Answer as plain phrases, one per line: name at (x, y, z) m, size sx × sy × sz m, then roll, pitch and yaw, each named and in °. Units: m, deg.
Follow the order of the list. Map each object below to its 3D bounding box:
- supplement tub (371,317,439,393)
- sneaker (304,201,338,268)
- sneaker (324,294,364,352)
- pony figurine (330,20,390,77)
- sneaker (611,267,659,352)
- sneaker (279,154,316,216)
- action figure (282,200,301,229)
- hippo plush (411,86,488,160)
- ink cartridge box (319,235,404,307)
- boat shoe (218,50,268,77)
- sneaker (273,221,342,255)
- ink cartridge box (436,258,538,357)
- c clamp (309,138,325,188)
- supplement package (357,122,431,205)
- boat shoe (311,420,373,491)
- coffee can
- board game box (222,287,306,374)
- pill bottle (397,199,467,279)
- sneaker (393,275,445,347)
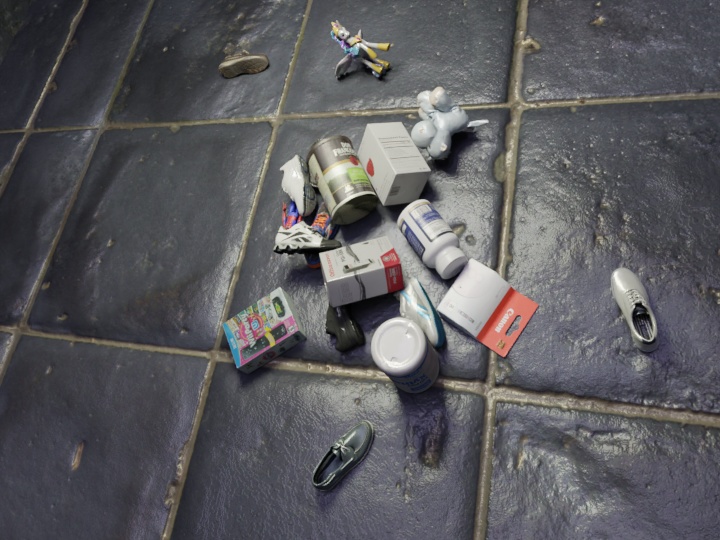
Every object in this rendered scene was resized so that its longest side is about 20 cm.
supplement tub at (0.109, 0.203, 1.329) m, size 0.129 × 0.200 × 0.135 m, roll -8°, pitch 64°, yaw 16°
sneaker at (-0.114, -0.112, 1.621) m, size 0.073 × 0.079 × 0.205 m, roll 4°, pitch 69°, yaw 20°
sneaker at (-0.062, 0.123, 1.504) m, size 0.090 × 0.076 × 0.203 m, roll -32°, pitch 56°, yaw 15°
pony figurine at (-0.003, -0.697, 1.799) m, size 0.197 × 0.193 × 0.169 m, roll 30°, pitch 81°, yaw 9°
sneaker at (0.624, 0.079, 1.273) m, size 0.071 × 0.071 × 0.204 m, roll -18°, pitch 62°, yaw 11°
sneaker at (-0.187, -0.242, 1.675) m, size 0.086 × 0.074 × 0.204 m, roll -24°, pitch 60°, yaw 19°
action figure at (-0.200, -0.175, 1.700) m, size 0.064 × 0.052 × 0.205 m, roll 8°, pitch 72°, yaw 17°
hippo plush at (0.218, -0.389, 1.593) m, size 0.198 × 0.159 × 0.163 m, roll 32°, pitch 78°, yaw -13°
ink cartridge box at (0.000, 0.000, 1.469) m, size 0.195 × 0.085 × 0.148 m, roll -14°, pitch 34°, yaw -6°
boat shoe at (-0.418, -0.752, 2.021) m, size 0.195 × 0.075 × 0.075 m, roll -3°, pitch 66°, yaw 17°
sneaker at (-0.142, -0.091, 1.538) m, size 0.194 × 0.074 × 0.091 m, roll 3°, pitch 76°, yaw 14°
ink cartridge box at (0.311, 0.088, 1.397) m, size 0.198 × 0.057 × 0.164 m, roll 32°, pitch 80°, yaw 33°
c clamp at (-0.083, -0.317, 1.726) m, size 0.166 × 0.027 × 0.205 m, roll -2°, pitch 68°, yaw 5°
supplement package at (0.089, -0.301, 1.584) m, size 0.117 × 0.122 × 0.203 m, roll -10°, pitch 56°, yaw -26°
boat shoe at (-0.043, 0.443, 1.355) m, size 0.072 × 0.062 × 0.201 m, roll 38°, pitch 84°, yaw 29°
coffee can at (-0.053, -0.256, 1.606) m, size 0.144 × 0.146 × 0.203 m, roll -27°, pitch 71°, yaw 6°
board game box at (-0.266, 0.166, 1.561) m, size 0.197 × 0.064 × 0.149 m, roll -32°, pitch 60°, yaw 5°
pill bottle at (0.190, -0.079, 1.478) m, size 0.110 × 0.111 × 0.202 m, roll -34°, pitch 60°, yaw 2°
sneaker at (0.151, 0.115, 1.433) m, size 0.080 × 0.076 × 0.203 m, roll -32°, pitch 53°, yaw 11°
